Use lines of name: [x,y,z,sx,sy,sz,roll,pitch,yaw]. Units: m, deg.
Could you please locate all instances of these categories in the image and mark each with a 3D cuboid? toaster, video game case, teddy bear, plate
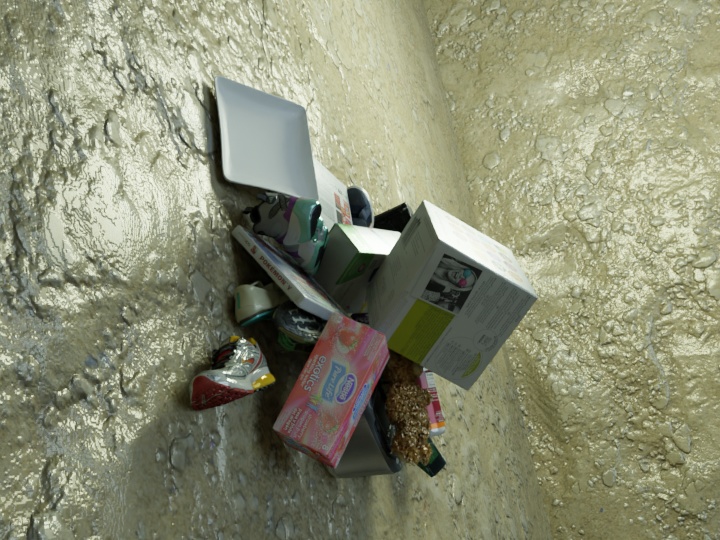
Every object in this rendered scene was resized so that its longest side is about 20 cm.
toaster: [-0.012,0.260,1.312,0.114,0.128,0.202,-74,144,-59]
toaster: [0.060,-0.022,1.695,0.183,0.198,0.119,70,15,16]
video game case: [-0.105,0.016,1.271,0.182,0.023,0.200,45,5,27]
teddy bear: [0.084,0.225,1.288,0.145,0.066,0.203,33,48,-45]
plate: [-0.166,-0.218,1.334,0.198,0.032,0.202,11,62,-42]

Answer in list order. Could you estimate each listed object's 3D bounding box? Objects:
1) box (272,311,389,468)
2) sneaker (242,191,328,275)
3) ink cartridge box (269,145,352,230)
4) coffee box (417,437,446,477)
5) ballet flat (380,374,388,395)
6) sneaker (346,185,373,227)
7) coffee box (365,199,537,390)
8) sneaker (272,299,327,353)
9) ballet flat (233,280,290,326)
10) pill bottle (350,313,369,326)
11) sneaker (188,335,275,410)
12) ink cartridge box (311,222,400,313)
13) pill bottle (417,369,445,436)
box: [-0.040,0.181,1.179,0.202,0.094,0.103,-62,163,-20]
sneaker: [-0.129,-0.071,1.285,0.201,0.138,0.078,89,21,-60]
ink cartridge box: [-0.089,-0.108,1.470,0.200,0.083,0.178,37,39,-60]
coffee box: [0.068,0.295,1.471,0.199,0.044,0.124,30,-23,52]
ballet flat: [0.060,0.143,1.415,0.063,0.066,0.201,83,22,-47]
sneaker: [-0.017,-0.069,1.585,0.079,0.077,0.203,-43,136,-70]
coffee box: [0.144,0.038,1.302,0.196,0.201,0.200,28,19,-13]
sneaker: [-0.101,0.107,1.237,0.077,0.088,0.200,58,10,21]
ballet flat: [-0.141,0.046,1.231,0.200,0.069,0.070,5,69,-70]
pill bottle: [0.005,0.142,1.487,0.200,0.111,0.114,-44,116,-70]
sneaker: [-0.180,0.134,1.037,0.200,0.077,0.083,3,67,-80]
ink cartridge box: [0.000,0.000,1.438,0.088,0.146,0.199,48,25,27]
pill bottle: [0.110,0.265,1.689,0.113,0.112,0.203,18,57,-68]
